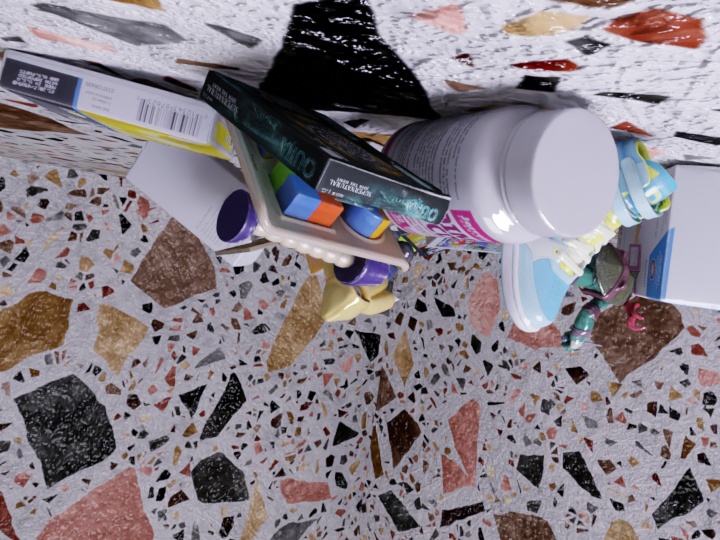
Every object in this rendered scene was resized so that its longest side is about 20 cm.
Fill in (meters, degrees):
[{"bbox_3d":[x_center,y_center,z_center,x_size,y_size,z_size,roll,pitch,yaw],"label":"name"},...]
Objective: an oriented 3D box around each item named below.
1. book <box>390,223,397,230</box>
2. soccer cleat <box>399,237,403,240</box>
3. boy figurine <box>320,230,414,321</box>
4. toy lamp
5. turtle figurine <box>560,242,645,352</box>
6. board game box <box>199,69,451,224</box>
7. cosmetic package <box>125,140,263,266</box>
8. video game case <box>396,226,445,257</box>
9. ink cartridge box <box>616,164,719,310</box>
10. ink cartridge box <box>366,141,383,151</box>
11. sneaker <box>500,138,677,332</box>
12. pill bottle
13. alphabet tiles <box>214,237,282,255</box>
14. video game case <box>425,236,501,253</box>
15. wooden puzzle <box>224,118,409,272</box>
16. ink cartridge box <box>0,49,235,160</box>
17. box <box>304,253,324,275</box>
[{"bbox_3d":[0.126,-0.095,0.828,0.133,0.048,0.200,-32,163,30],"label":"book"},{"bbox_3d":[0.074,-0.075,0.968,0.081,0.200,0.068,39,162,32],"label":"soccer cleat"},{"bbox_3d":[0.000,0.000,0.758,0.064,0.124,0.200,-34,-176,30],"label":"boy figurine"},{"bbox_3d":[-0.047,-0.025,0.614,0.058,0.058,0.200,11,173,46],"label":"toy lamp"},{"bbox_3d":[0.253,0.003,0.684,0.101,0.150,0.200,-21,140,35],"label":"turtle figurine"},{"bbox_3d":[-0.033,-0.104,0.501,0.135,0.028,0.200,10,-156,-44],"label":"board game box"},{"bbox_3d":[-0.208,-0.105,0.827,0.200,0.102,0.074,40,-170,7],"label":"cosmetic package"},{"bbox_3d":[0.159,-0.075,0.799,0.200,0.026,0.181,-20,168,12],"label":"video game case"},{"bbox_3d":[0.367,-0.036,0.706,0.084,0.145,0.200,6,-178,10],"label":"ink cartridge box"},{"bbox_3d":[-0.001,-0.125,0.859,0.145,0.088,0.200,10,-178,32],"label":"ink cartridge box"},{"bbox_3d":[0.207,-0.038,0.541,0.130,0.200,0.079,-1,155,46],"label":"sneaker"},{"bbox_3d":[0.109,-0.082,0.525,0.113,0.114,0.200,7,-178,-30],"label":"pill bottle"},{"bbox_3d":[-0.068,-0.047,0.736,0.200,0.008,0.167,-18,-171,-34],"label":"alphabet tiles"},{"bbox_3d":[0.199,-0.058,0.732,0.200,0.018,0.143,4,155,-26],"label":"video game case"},{"bbox_3d":[-0.039,-0.095,0.613,0.200,0.046,0.185,18,-143,-43],"label":"wooden puzzle"},{"bbox_3d":[-0.236,-0.164,0.648,0.197,0.047,0.200,13,180,-3],"label":"ink cartridge box"},{"bbox_3d":[-0.057,-0.087,0.945,0.041,0.200,0.119,-29,161,28],"label":"box"}]
